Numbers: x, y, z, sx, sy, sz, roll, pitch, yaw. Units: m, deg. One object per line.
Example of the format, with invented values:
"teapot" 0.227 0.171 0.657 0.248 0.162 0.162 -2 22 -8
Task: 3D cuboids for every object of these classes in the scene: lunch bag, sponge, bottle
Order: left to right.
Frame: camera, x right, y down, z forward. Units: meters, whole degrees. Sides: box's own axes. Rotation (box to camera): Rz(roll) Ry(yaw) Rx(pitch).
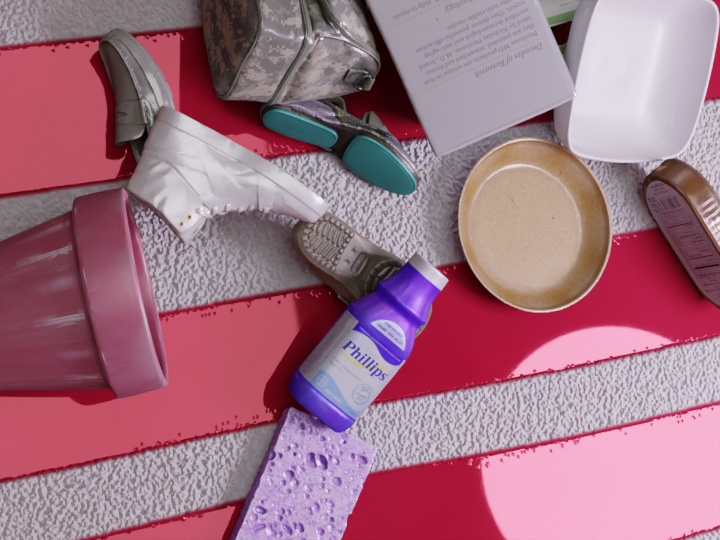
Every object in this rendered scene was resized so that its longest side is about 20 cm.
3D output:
"lunch bag" -0.072 -0.282 1.487 0.166 0.140 0.202 3 58 -29
"sponge" -0.069 0.259 1.493 0.111 0.030 0.202 27 75 -15
"bottle" 0.013 0.073 1.482 0.083 0.065 0.201 40 92 -21

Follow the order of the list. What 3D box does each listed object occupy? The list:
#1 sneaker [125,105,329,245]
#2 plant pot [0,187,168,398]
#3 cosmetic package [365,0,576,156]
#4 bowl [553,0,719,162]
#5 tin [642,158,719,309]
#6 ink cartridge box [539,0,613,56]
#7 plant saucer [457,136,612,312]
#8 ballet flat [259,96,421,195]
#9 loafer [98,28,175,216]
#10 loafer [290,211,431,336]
"sneaker" -0.140 -0.070 1.437 0.198 0.074 0.117 27 85 -8
"plant pot" -0.293 0.034 1.366 0.176 0.200 0.203 -12 87 -5
"cosmetic package" 0.114 -0.259 1.507 0.165 0.168 0.202 -23 105 10
"bowl" 0.310 -0.231 1.635 0.197 0.075 0.203 -1 110 -29
"tin" 0.403 -0.038 1.659 0.042 0.112 0.201 -34 94 -10
"ink cartridge box" 0.200 -0.342 1.657 0.144 0.048 0.203 -18 90 -21
"plant saucer" 0.196 -0.051 1.625 0.197 0.035 0.204 3 83 -20
"ballet flat" -0.014 -0.156 1.549 0.198 0.072 0.073 26 75 -16
"loafer" -0.227 -0.154 1.468 0.069 0.070 0.202 -28 93 -29
"loafer" 0.000 0.000 1.533 0.200 0.068 0.076 43 82 -27
